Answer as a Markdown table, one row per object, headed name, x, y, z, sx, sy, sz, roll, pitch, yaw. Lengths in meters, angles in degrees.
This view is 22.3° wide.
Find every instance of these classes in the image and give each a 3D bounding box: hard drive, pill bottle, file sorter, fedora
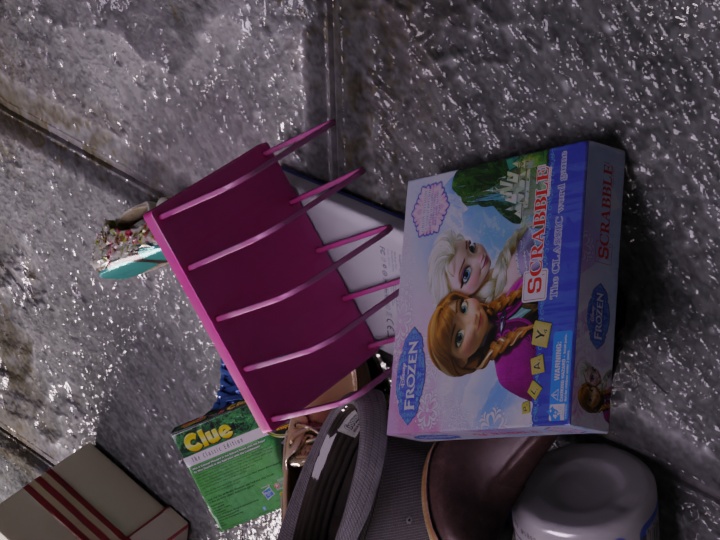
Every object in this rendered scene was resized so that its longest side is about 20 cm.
| name | x | y | z | sx | sy | sz | roll | pitch | yaw |
| --- | --- | --- | --- | --- | --- | --- | --- | --- | --- |
| hard drive | 0.000 | 0.000 | 1.525 | 0.200 | 0.025 | 0.132 | 24 | 134 | 36 |
| pill bottle | 0.182 | 0.247 | 1.435 | 0.114 | 0.114 | 0.201 | 20 | 131 | 39 |
| file sorter | -0.044 | 0.000 | 1.440 | 0.125 | 0.139 | 0.200 | -19 | 102 | 50 |
| fedora | 0.005 | 0.194 | 1.433 | 0.177 | 0.090 | 0.201 | -139 | 68 | -74 |

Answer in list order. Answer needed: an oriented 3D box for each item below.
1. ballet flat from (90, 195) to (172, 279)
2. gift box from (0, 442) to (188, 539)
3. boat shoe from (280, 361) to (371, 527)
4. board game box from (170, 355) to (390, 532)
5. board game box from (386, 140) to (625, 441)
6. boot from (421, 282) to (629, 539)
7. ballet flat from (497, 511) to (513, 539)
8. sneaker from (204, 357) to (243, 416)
| name | x | y | z | sx | sy | sz | roll | pitch | yaw |
| --- | --- | --- | --- | --- | --- | --- | --- | --- | --- |
| ballet flat | -0.187 | -0.035 | 1.684 | 0.200 | 0.075 | 0.064 | -10 | 76 | 46 |
| gift box | -0.307 | 0.342 | 2.009 | 0.187 | 0.200 | 0.185 | 35 | 145 | 24 |
| boat shoe | -0.030 | 0.153 | 1.552 | 0.071 | 0.065 | 0.201 | 4 | 92 | 10 |
| board game box | -0.058 | 0.151 | 1.612 | 0.199 | 0.023 | 0.105 | -22 | 105 | 13 |
| board game box | 0.102 | 0.020 | 1.315 | 0.199 | 0.041 | 0.201 | -11 | 70 | 52 |
| boot | 0.121 | 0.110 | 1.339 | 0.072 | 0.200 | 0.166 | 28 | 146 | -17 |
| ballet flat | 0.083 | 0.177 | 1.458 | 0.066 | 0.200 | 0.057 | 21 | 125 | -17 |
| sneaker | -0.109 | 0.113 | 1.667 | 0.077 | 0.111 | 0.201 | 9 | 124 | 46 |
